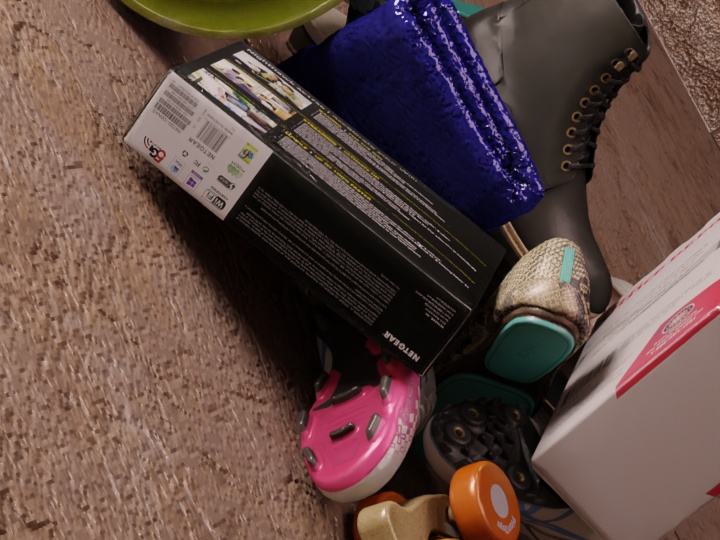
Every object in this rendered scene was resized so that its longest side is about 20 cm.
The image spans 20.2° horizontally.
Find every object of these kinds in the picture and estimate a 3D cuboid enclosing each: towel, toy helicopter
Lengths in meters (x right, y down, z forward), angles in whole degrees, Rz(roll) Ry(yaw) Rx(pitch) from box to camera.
[{"bbox_3d":[0.025,-0.083,1.209,0.148,0.049,0.200,58,-27,-6],"label":"towel"},{"bbox_3d":[0.024,0.181,0.993,0.200,0.078,0.133,-17,87,-62],"label":"toy helicopter"}]

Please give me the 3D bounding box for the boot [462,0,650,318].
[{"bbox_3d":[0.133,-0.081,1.208,0.201,0.138,0.077,62,28,3],"label":"boot"}]

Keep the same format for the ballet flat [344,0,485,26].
[{"bbox_3d":[0.044,-0.149,1.328,0.200,0.074,0.075,4,58,-59],"label":"ballet flat"}]

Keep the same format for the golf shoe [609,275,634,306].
[{"bbox_3d":[0.137,0.021,1.467,0.200,0.076,0.091,36,18,25],"label":"golf shoe"}]

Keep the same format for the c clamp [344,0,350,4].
[{"bbox_3d":[-0.034,-0.209,1.385,0.199,0.027,0.171,36,3,1],"label":"c clamp"}]

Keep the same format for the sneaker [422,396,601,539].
[{"bbox_3d":[0.098,0.124,1.148,0.199,0.072,0.072,22,40,-46],"label":"sneaker"}]

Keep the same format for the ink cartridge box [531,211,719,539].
[{"bbox_3d":[0.190,0.053,1.138,0.084,0.145,0.200,45,27,-4],"label":"ink cartridge box"}]

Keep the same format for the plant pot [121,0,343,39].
[{"bbox_3d":[-0.086,-0.267,1.188,0.201,0.200,0.193,49,9,-32],"label":"plant pot"}]

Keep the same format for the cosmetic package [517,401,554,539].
[{"bbox_3d":[0.110,0.155,1.275,0.083,0.050,0.201,48,21,-41],"label":"cosmetic package"}]

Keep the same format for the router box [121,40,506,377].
[{"bbox_3d":[-0.019,-0.039,1.094,0.200,0.051,0.149,39,17,1],"label":"router box"}]

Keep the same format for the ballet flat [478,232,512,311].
[{"bbox_3d":[0.060,-0.026,1.295,0.200,0.046,0.068,43,-23,43],"label":"ballet flat"}]

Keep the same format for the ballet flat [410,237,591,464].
[{"bbox_3d":[0.084,0.044,1.154,0.067,0.200,0.076,22,56,-7],"label":"ballet flat"}]

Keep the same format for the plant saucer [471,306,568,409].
[{"bbox_3d":[0.134,0.077,1.392,0.200,0.027,0.200,47,1,-1],"label":"plant saucer"}]

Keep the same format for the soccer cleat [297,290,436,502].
[{"bbox_3d":[0.014,0.070,1.103,0.086,0.070,0.201,52,19,-26],"label":"soccer cleat"}]

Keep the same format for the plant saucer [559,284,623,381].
[{"bbox_3d":[0.164,0.055,1.341,0.200,0.037,0.201,43,15,-15],"label":"plant saucer"}]

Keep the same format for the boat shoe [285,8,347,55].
[{"bbox_3d":[-0.003,-0.124,1.372,0.072,0.060,0.201,61,16,20],"label":"boat shoe"}]
